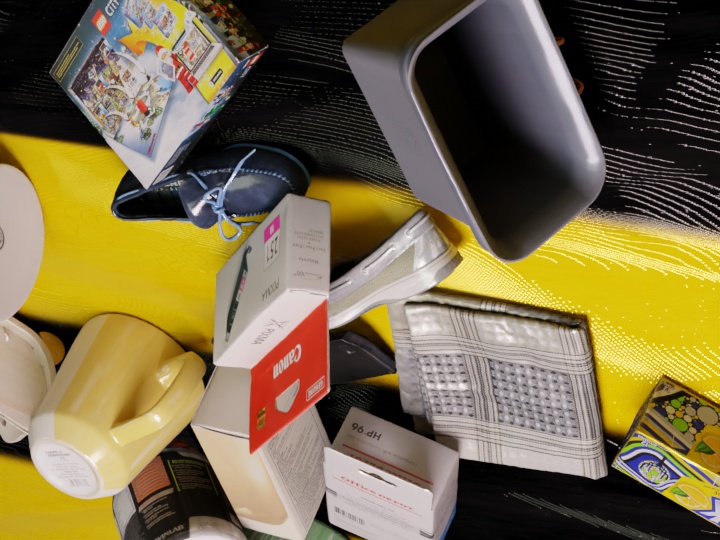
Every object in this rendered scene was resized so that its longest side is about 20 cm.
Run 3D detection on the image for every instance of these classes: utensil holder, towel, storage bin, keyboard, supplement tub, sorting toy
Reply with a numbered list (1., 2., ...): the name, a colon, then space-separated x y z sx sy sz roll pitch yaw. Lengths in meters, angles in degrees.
1. utensil holder: -0.433 -0.035 1.845 0.200 0.170 0.170 5 133 25
2. towel: 0.121 0.105 1.725 0.200 0.035 0.193 10 135 26
3. storage bin: 0.084 -0.130 1.456 0.134 0.146 0.200 25 149 54
4. keyboard: -0.061 0.074 1.821 0.200 0.040 0.104 -13 142 42
5. supplement tub: -0.186 0.264 1.944 0.122 0.200 0.123 -8 119 -14
6. sorting toy: -0.412 0.117 2.039 0.200 0.107 0.180 33 147 -1

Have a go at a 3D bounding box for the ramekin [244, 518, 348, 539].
1. ramekin: -0.078 0.349 2.044 0.200 0.098 0.200 18 137 17

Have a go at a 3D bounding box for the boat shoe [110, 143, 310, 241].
1. boat shoe: -0.135 -0.062 1.697 0.200 0.069 0.084 -7 126 37

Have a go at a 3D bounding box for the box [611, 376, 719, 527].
1. box: 0.325 0.179 1.638 0.200 0.070 0.064 29 142 5

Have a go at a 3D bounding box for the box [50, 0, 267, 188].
1. box: -0.173 -0.177 1.595 0.137 0.038 0.200 51 139 5

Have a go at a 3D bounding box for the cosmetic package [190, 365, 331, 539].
1. cosmetic package: -0.091 0.167 1.839 0.071 0.105 0.200 11 146 21

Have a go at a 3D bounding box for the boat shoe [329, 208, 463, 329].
1. boat shoe: 0.000 0.001 1.674 0.202 0.074 0.065 -19 107 44

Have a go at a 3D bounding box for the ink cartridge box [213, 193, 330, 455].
1. ink cartridge box: -0.080 0.051 1.664 0.044 0.174 0.200 10 155 -20

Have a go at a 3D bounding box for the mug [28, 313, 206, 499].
1. mug: -0.254 0.137 1.906 0.149 0.153 0.187 30 140 5

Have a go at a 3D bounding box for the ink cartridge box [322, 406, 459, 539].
1. ink cartridge box: 0.030 0.201 1.812 0.116 0.068 0.200 22 155 12
